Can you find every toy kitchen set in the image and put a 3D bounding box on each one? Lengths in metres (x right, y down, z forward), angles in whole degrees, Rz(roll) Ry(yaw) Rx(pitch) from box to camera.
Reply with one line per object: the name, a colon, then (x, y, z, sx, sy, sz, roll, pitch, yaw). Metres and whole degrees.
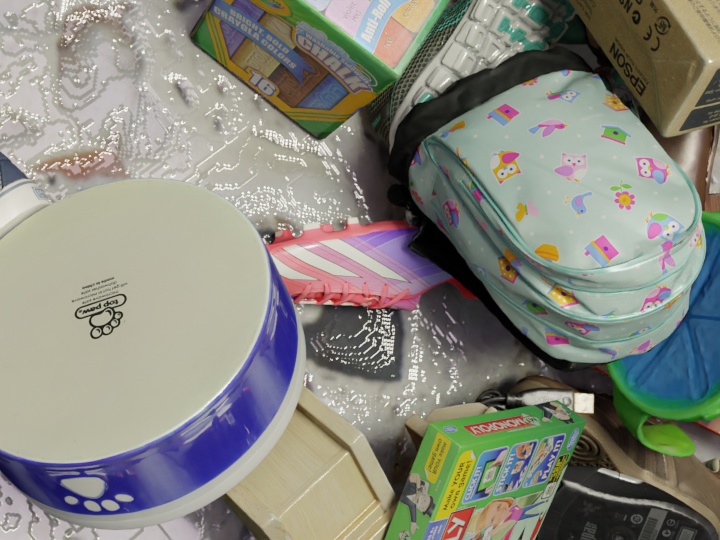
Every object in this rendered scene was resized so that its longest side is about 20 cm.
toy kitchen set: (-0.020, 0.118, 0.782, 0.163, 0.180, 0.200, -41, 138, -17)

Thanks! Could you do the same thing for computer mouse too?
computer mouse: (0.158, 0.144, 0.816, 0.199, 0.046, 0.141, 10, 114, 3)

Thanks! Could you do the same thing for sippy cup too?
sippy cup: (0.251, 0.038, 0.771, 0.130, 0.178, 0.140, 12, 61, -33)

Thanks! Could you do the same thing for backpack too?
backpack: (0.121, -0.038, 0.723, 0.167, 0.127, 0.200, -28, 59, -6)

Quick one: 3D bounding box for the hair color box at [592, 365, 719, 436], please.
hair color box: (0.239, 0.046, 0.865, 0.200, 0.064, 0.111, 27, 91, -22)

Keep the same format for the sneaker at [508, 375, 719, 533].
sneaker: (0.193, 0.128, 0.873, 0.200, 0.070, 0.076, 39, 53, -15)

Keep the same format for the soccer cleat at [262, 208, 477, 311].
soccer cleat: (0.000, 0.000, 0.810, 0.200, 0.067, 0.077, -12, 92, -24)

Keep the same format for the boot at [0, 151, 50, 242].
boot: (-0.294, -0.009, 0.706, 0.090, 0.073, 0.200, 46, 68, 6)

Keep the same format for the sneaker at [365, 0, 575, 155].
sneaker: (0.072, -0.165, 0.819, 0.200, 0.091, 0.078, -49, 130, 3)

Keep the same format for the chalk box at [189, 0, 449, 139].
chalk box: (-0.011, -0.190, 0.755, 0.124, 0.200, 0.125, 37, 72, -12)

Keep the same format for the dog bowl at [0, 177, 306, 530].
dog bowl: (-0.137, 0.044, 0.683, 0.200, 0.079, 0.200, -7, 52, 9)

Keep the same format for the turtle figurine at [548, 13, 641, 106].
turtle figurine: (0.192, -0.178, 0.855, 0.200, 0.101, 0.150, 26, 97, 10)

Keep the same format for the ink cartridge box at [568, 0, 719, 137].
ink cartridge box: (0.217, -0.194, 0.728, 0.164, 0.075, 0.200, -15, 61, -20)

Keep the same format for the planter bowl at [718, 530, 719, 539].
planter bowl: (0.399, 0.195, 0.894, 0.200, 0.135, 0.201, 3, 81, -20)

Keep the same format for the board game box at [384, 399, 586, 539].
board game box: (0.062, 0.182, 0.746, 0.134, 0.029, 0.200, -3, 118, -47)

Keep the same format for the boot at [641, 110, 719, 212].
boot: (0.177, -0.084, 0.890, 0.199, 0.064, 0.187, -9, 85, -17)
